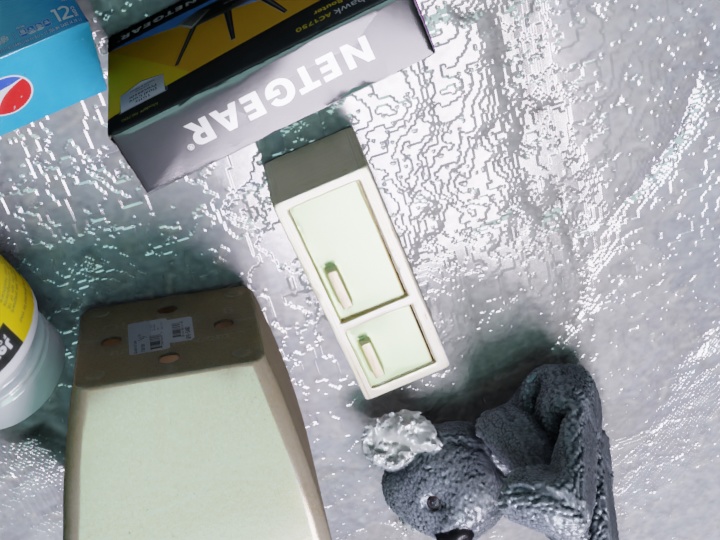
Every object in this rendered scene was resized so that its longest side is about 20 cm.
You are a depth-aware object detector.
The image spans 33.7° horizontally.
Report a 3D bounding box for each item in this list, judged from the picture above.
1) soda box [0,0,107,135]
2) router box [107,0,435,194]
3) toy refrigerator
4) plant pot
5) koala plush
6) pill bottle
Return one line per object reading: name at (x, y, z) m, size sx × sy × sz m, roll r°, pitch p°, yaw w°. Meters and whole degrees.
soda box at (-0.266, -0.115, 0.741) m, size 0.199 × 0.064 × 0.068 m, roll -26°, pitch 153°, yaw -15°
router box at (-0.063, -0.144, 0.759) m, size 0.199 × 0.150 × 0.051 m, roll -26°, pitch 125°, yaw 5°
toy refrigerator at (0.000, 0.000, 0.915) m, size 0.075 × 0.070 × 0.201 m, roll -22°, pitch 125°, yaw 2°
plant pot at (-0.132, 0.125, 0.905) m, size 0.198 × 0.200 × 0.179 m, roll -8°, pitch 113°, yaw -7°
koala plush at (0.109, 0.175, 1.021) m, size 0.198 × 0.185 × 0.178 m, roll -9°, pitch 140°, yaw 20°
pill bottle at (-0.297, 0.022, 0.824) m, size 0.114 × 0.115 × 0.200 m, roll -26°, pitch 139°, yaw 6°
